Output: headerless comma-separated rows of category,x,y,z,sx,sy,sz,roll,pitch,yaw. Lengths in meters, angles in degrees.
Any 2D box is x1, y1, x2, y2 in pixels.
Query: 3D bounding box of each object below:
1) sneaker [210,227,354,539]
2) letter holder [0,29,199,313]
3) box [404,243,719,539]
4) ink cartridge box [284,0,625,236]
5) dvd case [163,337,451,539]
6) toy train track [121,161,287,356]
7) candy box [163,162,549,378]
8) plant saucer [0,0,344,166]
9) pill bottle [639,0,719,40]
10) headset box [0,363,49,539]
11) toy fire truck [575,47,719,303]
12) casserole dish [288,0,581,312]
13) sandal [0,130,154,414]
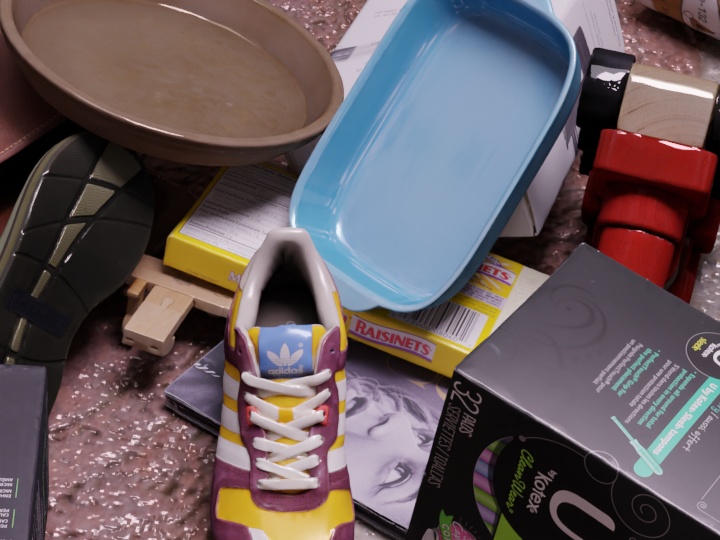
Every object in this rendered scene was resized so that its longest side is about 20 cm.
sneaker,-0.040,0.075,1.107,0.075,0.090,0.200,-4,55,-4
letter holder,-0.192,-0.050,1.251,0.142,0.101,0.200,29,45,22
box,0.142,0.114,1.053,0.200,0.149,0.124,32,46,19
ink cartridge box,0.059,-0.106,1.327,0.145,0.084,0.200,-1,37,26
dvd case,0.017,0.073,1.196,0.200,0.016,0.149,28,45,23
toy train track,-0.087,-0.004,1.261,0.114,0.033,0.200,19,35,9
candy box,0.000,0.000,1.236,0.200,0.026,0.102,22,33,8
plant saucer,-0.107,-0.116,1.241,0.200,0.030,0.200,15,30,-9
pill bottle,0.289,-0.191,1.460,0.200,0.115,0.114,29,45,25
headset box,-0.237,0.142,1.027,0.174,0.093,0.200,2,41,-4
toy fire truck,0.167,0.000,1.223,0.128,0.176,0.201,14,82,8
casserole dish,0.044,-0.066,1.190,0.121,0.200,0.039,34,4,33
sandal,-0.177,0.010,1.169,0.057,0.080,0.201,3,58,47
